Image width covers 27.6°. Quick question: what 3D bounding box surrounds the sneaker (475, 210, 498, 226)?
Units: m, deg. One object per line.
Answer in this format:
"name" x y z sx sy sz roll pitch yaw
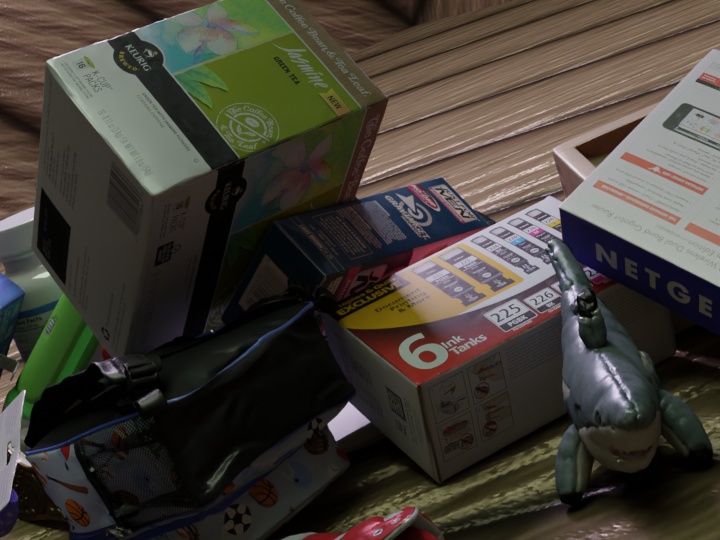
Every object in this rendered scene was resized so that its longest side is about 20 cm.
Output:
"sneaker" 0.108 -0.006 1.264 0.082 0.073 0.200 16 11 3

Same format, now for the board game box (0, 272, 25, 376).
"board game box" -0.386 0.122 1.263 0.199 0.043 0.200 -42 -18 -49

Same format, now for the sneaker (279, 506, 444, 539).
"sneaker" -0.017 0.178 0.728 0.112 0.071 0.200 -18 11 24

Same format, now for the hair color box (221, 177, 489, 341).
"hair color box" 0.000 0.000 1.085 0.200 0.061 0.100 -18 -32 -49

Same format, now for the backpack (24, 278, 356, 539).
"backpack" -0.114 0.111 0.956 0.190 0.154 0.200 -14 7 39

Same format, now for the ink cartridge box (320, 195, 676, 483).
"ink cartridge box" 0.083 0.034 1.018 0.200 0.084 0.176 -26 32 -20

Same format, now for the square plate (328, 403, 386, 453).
"square plate" 0.017 0.082 1.121 0.200 0.028 0.198 -24 18 -14

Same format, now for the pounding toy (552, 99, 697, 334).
"pounding toy" 0.233 -0.032 1.103 0.200 0.142 0.184 -23 27 -3

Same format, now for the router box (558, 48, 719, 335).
"router box" 0.259 -0.041 0.935 0.200 0.049 0.179 31 63 33

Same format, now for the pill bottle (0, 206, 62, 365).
"pill bottle" -0.267 0.041 1.345 0.112 0.200 0.112 -19 13 5

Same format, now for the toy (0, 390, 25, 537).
"toy" -0.273 0.187 0.984 0.200 0.047 0.115 -43 29 20

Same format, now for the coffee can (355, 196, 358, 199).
"coffee can" -0.096 -0.006 1.368 0.146 0.147 0.200 -29 12 -31

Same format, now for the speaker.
"speaker" -0.231 0.061 1.252 0.200 0.088 0.088 -61 12 6

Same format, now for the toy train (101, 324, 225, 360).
"toy train" -0.141 0.082 1.205 0.116 0.085 0.200 -31 -7 -13

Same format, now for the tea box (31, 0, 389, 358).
"tea box" -0.112 -0.067 1.033 0.197 0.134 0.200 -28 -25 -31

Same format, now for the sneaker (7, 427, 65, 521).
"sneaker" -0.225 0.153 1.156 0.090 0.067 0.200 -21 12 -35

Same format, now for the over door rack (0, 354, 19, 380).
"over door rack" -0.368 0.155 1.184 0.148 0.067 0.200 -58 1 22

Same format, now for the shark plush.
"shark plush" 0.150 0.045 0.866 0.091 0.083 0.200 -12 39 16
